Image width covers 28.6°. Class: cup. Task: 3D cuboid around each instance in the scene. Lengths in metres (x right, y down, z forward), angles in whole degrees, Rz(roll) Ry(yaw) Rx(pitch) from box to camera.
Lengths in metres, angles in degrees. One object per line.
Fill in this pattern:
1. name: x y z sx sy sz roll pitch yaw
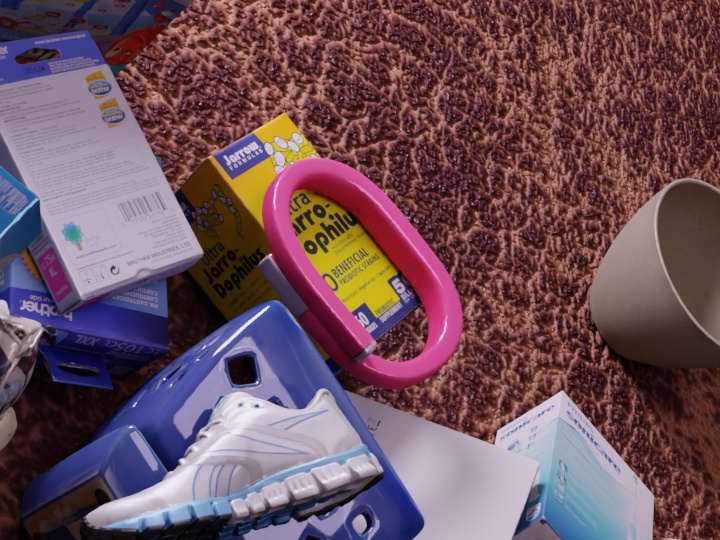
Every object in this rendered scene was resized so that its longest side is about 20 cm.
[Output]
1. cup: 0.328 0.023 1.495 0.200 0.143 0.201 20 55 -32

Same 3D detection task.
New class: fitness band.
1. fitness band: 0.000 0.000 1.117 0.200 0.037 0.144 52 44 0

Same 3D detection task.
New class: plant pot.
1. plant pot: -0.110 0.168 0.994 0.180 0.200 0.200 -35 93 -40

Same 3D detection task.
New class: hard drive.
1. hard drive: 0.033 0.175 1.156 0.199 0.026 0.132 20 46 10

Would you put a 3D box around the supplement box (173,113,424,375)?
1. supplement box: -0.058 -0.010 1.182 0.200 0.109 0.109 51 44 2

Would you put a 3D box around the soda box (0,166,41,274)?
1. soda box: -0.287 0.017 0.872 0.064 0.068 0.200 40 70 2

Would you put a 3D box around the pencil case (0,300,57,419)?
1. pencil case: -0.306 0.018 0.949 0.200 0.090 0.078 35 28 -3

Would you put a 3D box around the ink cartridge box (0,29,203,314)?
1. ink cartridge box: -0.210 -0.077 1.042 0.119 0.042 0.201 -22 84 -45

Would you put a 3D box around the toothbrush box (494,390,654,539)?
1. toothbrush box: 0.184 0.226 1.256 0.146 0.085 0.200 48 28 -14

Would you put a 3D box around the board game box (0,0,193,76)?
1. board game box: -0.242 -0.218 1.087 0.199 0.196 0.056 1 67 -40

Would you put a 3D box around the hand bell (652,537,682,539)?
1. hand bell: 0.296 0.364 1.335 0.104 0.104 0.201 23 65 -31

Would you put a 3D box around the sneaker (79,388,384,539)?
1. sneaker: -0.087 0.123 0.879 0.199 0.075 0.087 -12 66 -34

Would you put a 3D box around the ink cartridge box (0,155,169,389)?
1. ink cartridge box: -0.221 0.000 1.073 0.136 0.076 0.201 13 61 -36

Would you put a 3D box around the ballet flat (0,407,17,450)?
1. ballet flat: -0.316 0.111 0.937 0.200 0.057 0.067 -2 70 -42
